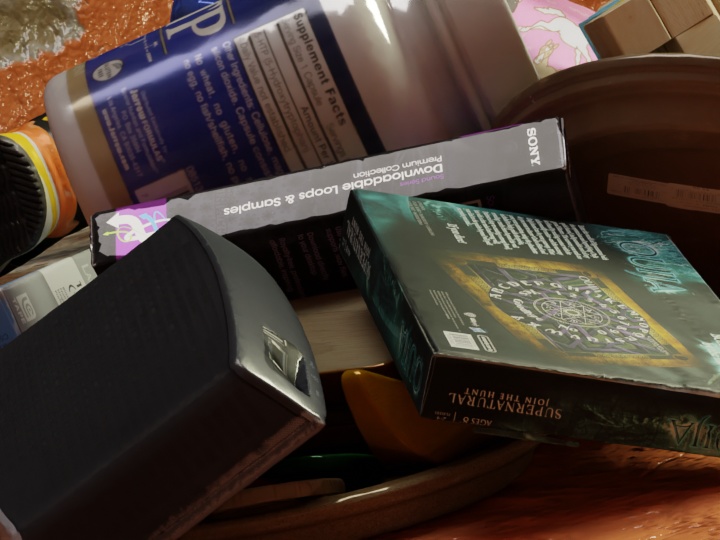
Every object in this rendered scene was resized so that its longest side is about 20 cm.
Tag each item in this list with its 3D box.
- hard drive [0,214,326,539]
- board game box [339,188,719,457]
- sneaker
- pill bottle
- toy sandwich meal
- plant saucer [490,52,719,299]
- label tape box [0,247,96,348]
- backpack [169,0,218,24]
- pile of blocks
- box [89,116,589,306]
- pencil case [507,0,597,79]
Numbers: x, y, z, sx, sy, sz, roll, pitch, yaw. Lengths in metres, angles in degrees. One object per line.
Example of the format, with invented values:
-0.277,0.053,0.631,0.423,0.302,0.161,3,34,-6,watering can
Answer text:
-0.085,0.047,1.099,0.135,0.042,0.200,-37,20,3,hard drive
0.072,0.018,1.100,0.135,0.028,0.200,8,16,-11,board game box
-0.161,-0.043,1.519,0.090,0.070,0.200,-22,3,-23,sneaker
-0.025,-0.069,1.304,0.200,0.120,0.120,-24,5,3,pill bottle
-0.018,0.055,1.139,0.205,0.070,0.205,-12,6,1,toy sandwich meal
0.149,-0.026,1.263,0.200,0.030,0.200,11,-28,6,plant saucer
-0.185,0.049,1.453,0.143,0.066,0.200,-26,0,17,label tape box
-0.011,-0.093,1.578,0.162,0.200,0.168,-15,10,0,backpack
0.147,-0.103,1.296,0.082,0.062,0.200,-28,4,32,pile of blocks
0.002,0.012,1.256,0.200,0.143,0.036,-13,48,8,box
0.087,-0.080,1.375,0.200,0.087,0.083,27,15,28,pencil case
